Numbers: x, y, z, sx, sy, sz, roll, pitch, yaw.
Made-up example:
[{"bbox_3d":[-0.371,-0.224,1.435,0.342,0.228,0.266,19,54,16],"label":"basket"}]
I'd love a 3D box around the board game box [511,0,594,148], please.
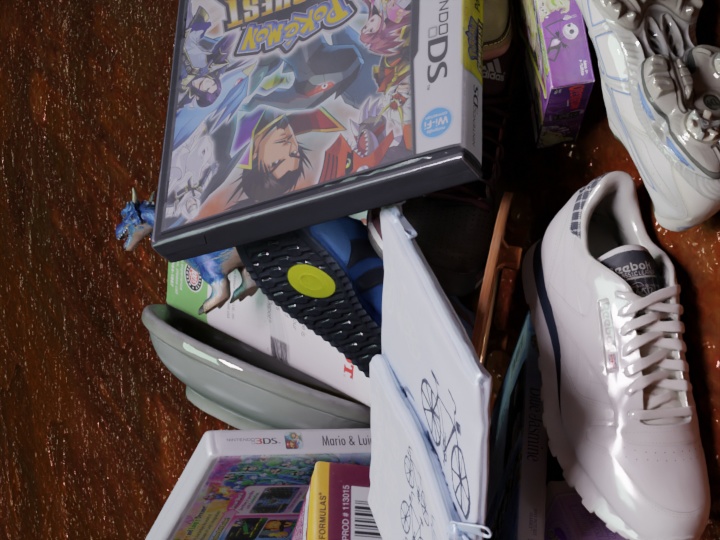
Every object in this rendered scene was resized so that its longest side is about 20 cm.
[{"bbox_3d":[0.097,-0.181,1.038,0.120,0.032,0.202,61,-160,-78],"label":"board game box"}]

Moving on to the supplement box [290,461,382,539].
[{"bbox_3d":[0.001,0.232,1.211,0.201,0.102,0.132,108,166,-53],"label":"supplement box"}]

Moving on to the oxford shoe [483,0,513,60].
[{"bbox_3d":[0.049,-0.193,1.091,0.201,0.070,0.074,-102,10,-51],"label":"oxford shoe"}]

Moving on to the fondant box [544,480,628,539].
[{"bbox_3d":[0.125,0.234,1.039,0.145,0.058,0.201,-114,32,-42],"label":"fondant box"}]

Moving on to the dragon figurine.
[{"bbox_3d":[-0.085,-0.040,1.188,0.200,0.059,0.100,-39,78,44],"label":"dragon figurine"}]

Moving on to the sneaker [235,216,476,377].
[{"bbox_3d":[0.000,0.000,1.112,0.066,0.200,0.079,-15,44,42],"label":"sneaker"}]

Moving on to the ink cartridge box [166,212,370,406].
[{"bbox_3d":[-0.033,-0.018,1.249,0.199,0.084,0.147,25,121,34],"label":"ink cartridge box"}]

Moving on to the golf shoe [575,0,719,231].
[{"bbox_3d":[0.139,-0.112,0.949,0.097,0.078,0.201,112,148,-55],"label":"golf shoe"}]

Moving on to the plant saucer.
[{"bbox_3d":[-0.064,0.082,1.281,0.200,0.199,0.051,29,97,63],"label":"plant saucer"}]

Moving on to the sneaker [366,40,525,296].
[{"bbox_3d":[0.057,-0.079,1.089,0.201,0.075,0.116,-86,16,-58],"label":"sneaker"}]

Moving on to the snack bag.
[{"bbox_3d":[0.033,0.091,0.978,0.189,0.021,0.202,-115,23,-57],"label":"snack bag"}]

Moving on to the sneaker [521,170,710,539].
[{"bbox_3d":[0.139,0.046,0.969,0.081,0.076,0.201,-54,45,48],"label":"sneaker"}]

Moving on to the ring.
[{"bbox_3d":[0.072,0.056,1.054,0.200,0.019,0.202,11,-90,-84],"label":"ring"}]

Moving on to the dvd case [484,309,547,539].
[{"bbox_3d":[0.082,0.138,1.070,0.201,0.017,0.144,-81,5,-52],"label":"dvd case"}]

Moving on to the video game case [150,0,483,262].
[{"bbox_3d":[-0.023,-0.108,1.038,0.199,0.025,0.182,-14,56,27],"label":"video game case"}]

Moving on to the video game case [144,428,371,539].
[{"bbox_3d":[-0.043,0.159,1.267,0.200,0.180,0.024,122,143,-53],"label":"video game case"}]
